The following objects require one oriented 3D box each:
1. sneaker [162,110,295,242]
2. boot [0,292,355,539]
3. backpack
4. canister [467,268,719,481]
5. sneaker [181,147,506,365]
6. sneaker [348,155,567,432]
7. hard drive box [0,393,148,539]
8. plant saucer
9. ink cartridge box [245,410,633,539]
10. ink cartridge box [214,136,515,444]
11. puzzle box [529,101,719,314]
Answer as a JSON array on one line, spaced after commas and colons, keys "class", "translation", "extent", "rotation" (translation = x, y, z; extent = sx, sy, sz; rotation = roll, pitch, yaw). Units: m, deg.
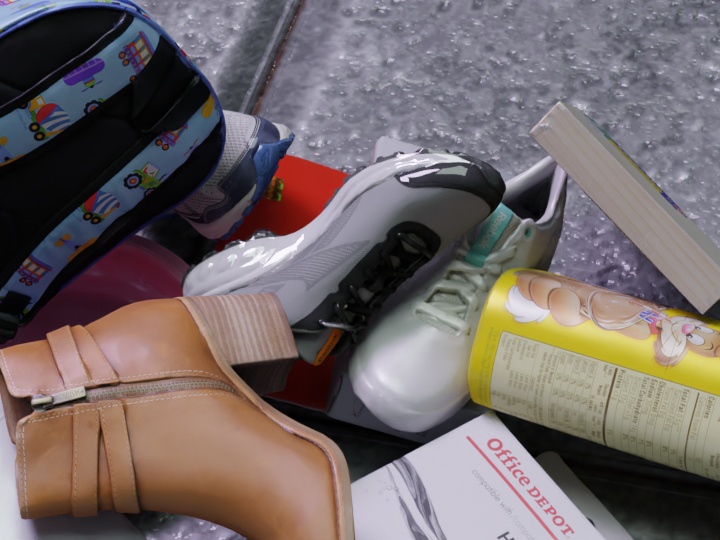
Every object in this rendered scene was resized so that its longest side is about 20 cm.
[{"class": "sneaker", "translation": [-0.113, -0.071, 1.206], "extent": [0.199, 0.085, 0.078], "rotation": [2, 60, 61]}, {"class": "boot", "translation": [-0.092, 0.104, 0.986], "extent": [0.153, 0.074, 0.201], "rotation": [-10, 53, -19]}, {"class": "backpack", "translation": [-0.184, -0.087, 1.117], "extent": [0.199, 0.183, 0.135], "rotation": [-33, 43, 11]}, {"class": "canister", "translation": [0.172, 0.062, 1.079], "extent": [0.198, 0.148, 0.087], "rotation": [16, 94, 23]}, {"class": "sneaker", "translation": [-0.004, 0.003, 1.083], "extent": [0.199, 0.074, 0.080], "rotation": [-30, 54, 20]}, {"class": "sneaker", "translation": [0.059, 0.003, 1.114], "extent": [0.075, 0.089, 0.200], "rotation": [32, 47, 7]}, {"class": "hard drive box", "translation": [-0.180, 0.180, 0.998], "extent": [0.200, 0.077, 0.156], "rotation": [42, 60, 16]}, {"class": "plant saucer", "translation": [-0.178, 0.060, 1.168], "extent": [0.198, 0.051, 0.202], "rotation": [-2, 47, 2]}, {"class": "ink cartridge box", "translation": [0.052, 0.153, 1.049], "extent": [0.199, 0.068, 0.116], "rotation": [-26, 50, -20]}, {"class": "ink cartridge box", "translation": [0.000, 0.000, 1.185], "extent": [0.172, 0.044, 0.201], "rotation": [16, 46, -8]}, {"class": "puzzle box", "translation": [0.158, -0.036, 1.127], "extent": [0.025, 0.200, 0.133], "rotation": [-45, 83, 9]}]
